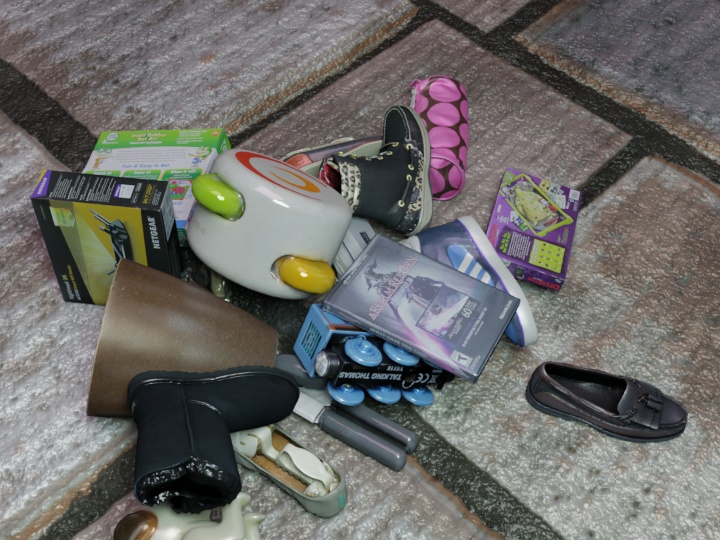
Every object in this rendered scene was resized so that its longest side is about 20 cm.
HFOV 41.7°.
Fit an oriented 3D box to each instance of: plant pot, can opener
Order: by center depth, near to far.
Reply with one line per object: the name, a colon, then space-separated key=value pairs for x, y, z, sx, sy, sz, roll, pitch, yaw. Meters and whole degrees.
plant pot: x=-0.203 y=0.098 z=1.119 sx=0.199 sy=0.187 sz=0.188 roll=12 pitch=50 yaw=-10
can opener: x=-0.026 y=0.165 z=1.130 sx=0.199 sy=0.067 sz=0.053 roll=26 pitch=55 yaw=19

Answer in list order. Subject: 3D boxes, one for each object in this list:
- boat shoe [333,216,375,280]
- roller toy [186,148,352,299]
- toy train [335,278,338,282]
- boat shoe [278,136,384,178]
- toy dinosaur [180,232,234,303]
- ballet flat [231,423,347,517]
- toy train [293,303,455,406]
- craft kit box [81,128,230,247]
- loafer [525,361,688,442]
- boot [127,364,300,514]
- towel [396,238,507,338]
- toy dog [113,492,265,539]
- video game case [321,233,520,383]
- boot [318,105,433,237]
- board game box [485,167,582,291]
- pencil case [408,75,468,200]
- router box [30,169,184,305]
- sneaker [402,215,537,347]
boat shoe: x=0.000 y=0.000 z=1.262 sx=0.072 sy=0.066 sz=0.201 roll=-8 pitch=59 yaw=-48
roller toy: x=-0.112 y=-0.051 z=1.163 sx=0.199 sy=0.140 sz=0.183 roll=24 pitch=15 yaw=-2
toy train: x=-0.123 y=-0.040 z=1.291 sx=0.115 sy=0.085 sz=0.201 roll=-27 pitch=63 yaw=-4
boat shoe: x=-0.026 y=-0.163 z=1.393 sx=0.199 sy=0.071 sz=0.063 roll=-18 pitch=42 yaw=-21
toy dinosaur: x=-0.199 y=-0.010 z=1.234 sx=0.047 sy=0.088 sz=0.201 roll=-25 pitch=69 yaw=26
ballet flat: x=-0.096 y=0.208 z=1.094 sx=0.199 sy=0.064 sz=0.067 roll=31 pitch=56 yaw=20
toy train: x=0.022 y=0.100 z=1.135 sx=0.199 sy=0.087 sz=0.114 roll=6 pitch=32 yaw=-34
craft kit box: x=-0.303 y=-0.119 z=1.331 sx=0.199 sy=0.049 sz=0.198 roll=1 pitch=53 yaw=15
loafer: x=0.304 y=0.157 z=1.156 sx=0.199 sy=0.063 sz=0.072 roll=12 pitch=52 yaw=7
boot: x=-0.145 y=0.179 z=0.997 sx=0.199 sy=0.077 sz=0.168 roll=4 pitch=32 yaw=-22
towel: x=0.124 y=0.021 z=1.275 sx=0.132 sy=0.035 sz=0.200 roll=-19 pitch=55 yaw=-18
toy dog: x=-0.164 y=0.318 z=0.975 sx=0.200 sy=0.140 sz=0.194 roll=41 pitch=85 yaw=26
video game case: x=0.074 y=0.040 z=1.119 sx=0.199 sy=0.019 sz=0.143 roll=26 pitch=46 yaw=14
boot: x=0.019 y=-0.151 z=1.296 sx=0.153 sy=0.073 sz=0.205 roll=10 pitch=63 yaw=-33
board game box: x=0.241 y=-0.062 z=1.330 sx=0.119 sy=0.032 sz=0.200 roll=22 pitch=45 yaw=2
pencil case: x=0.113 y=-0.203 z=1.422 sx=0.093 sy=0.091 sz=0.201 roll=28 pitch=43 yaw=-26
router box: x=-0.310 y=-0.033 z=1.188 sx=0.156 sy=0.201 sz=0.052 roll=5 pitch=50 yaw=2
sneaker: x=0.118 y=0.035 z=1.202 sx=0.146 sy=0.081 sz=0.201 roll=-25 pitch=67 yaw=-6
